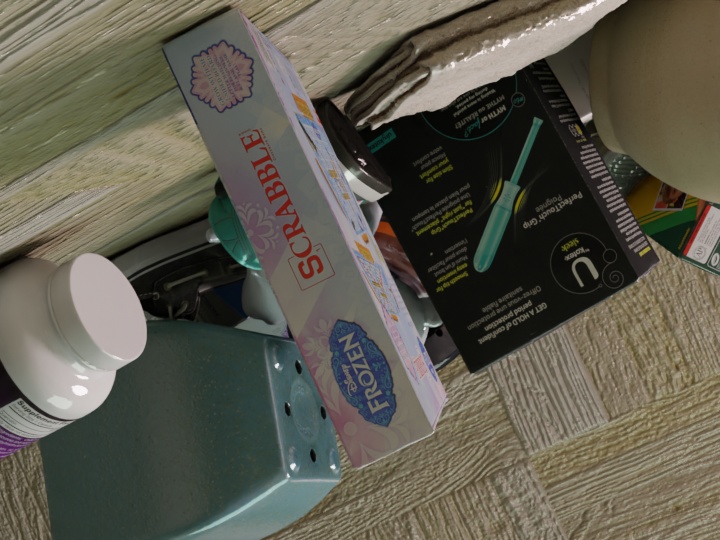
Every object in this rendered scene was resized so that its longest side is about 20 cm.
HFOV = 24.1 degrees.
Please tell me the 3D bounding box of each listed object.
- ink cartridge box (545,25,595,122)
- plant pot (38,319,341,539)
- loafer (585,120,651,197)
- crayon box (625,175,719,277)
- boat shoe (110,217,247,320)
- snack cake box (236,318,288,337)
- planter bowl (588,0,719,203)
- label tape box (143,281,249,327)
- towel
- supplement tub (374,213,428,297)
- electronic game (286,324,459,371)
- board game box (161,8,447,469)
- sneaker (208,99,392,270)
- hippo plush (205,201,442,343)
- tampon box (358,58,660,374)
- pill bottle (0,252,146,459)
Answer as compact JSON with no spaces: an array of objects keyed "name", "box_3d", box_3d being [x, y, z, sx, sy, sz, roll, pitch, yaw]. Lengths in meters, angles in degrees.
[{"name":"ink cartridge box","box_3d":[0.201,-0.168,1.400,0.198,0.068,0.116,-27,179,-4]},{"name":"plant pot","box_3d":[-0.130,0.137,1.395,0.198,0.198,0.196,-14,168,21]},{"name":"loafer","box_3d":[0.223,-0.112,1.455,0.074,0.070,0.200,0,157,-27]},{"name":"crayon box","box_3d":[0.305,-0.115,1.456,0.202,0.058,0.173,-65,-160,10]},{"name":"boat shoe","box_3d":[-0.151,0.008,1.384,0.198,0.072,0.072,-26,178,-19]},{"name":"snack cake box","box_3d":[-0.044,0.003,1.712,0.114,0.067,0.200,-27,-161,40]},{"name":"planter bowl","box_3d":[0.252,-0.148,1.260,0.133,0.203,0.200,5,-165,31]},{"name":"label tape box","box_3d":[-0.097,-0.003,1.525,0.143,0.066,0.200,-40,-177,-32]},{"name":"towel","box_3d":[0.091,-0.148,1.090,0.199,0.035,0.132,-26,178,-23]},{"name":"supplement tub","box_3d":[0.058,-0.033,1.470,0.201,0.107,0.107,-56,-169,-25]},{"name":"electronic game","box_3d":[0.026,0.025,1.539,0.198,0.201,0.042,-26,137,2]},{"name":"board game box","box_3d":[-0.019,-0.013,0.810,0.041,0.201,0.200,-25,177,4]},{"name":"sneaker","box_3d":[-0.048,-0.053,1.139,0.120,0.084,0.200,-36,178,4]},{"name":"hippo plush","box_3d":[0.000,0.000,1.320,0.159,0.160,0.200,-46,164,-12]},{"name":"tampon box","box_3d":[0.111,-0.050,1.281,0.149,0.201,0.126,-30,176,18]},{"name":"pill bottle","box_3d":[-0.244,0.065,1.132,0.199,0.113,0.112,-28,177,24]}]
